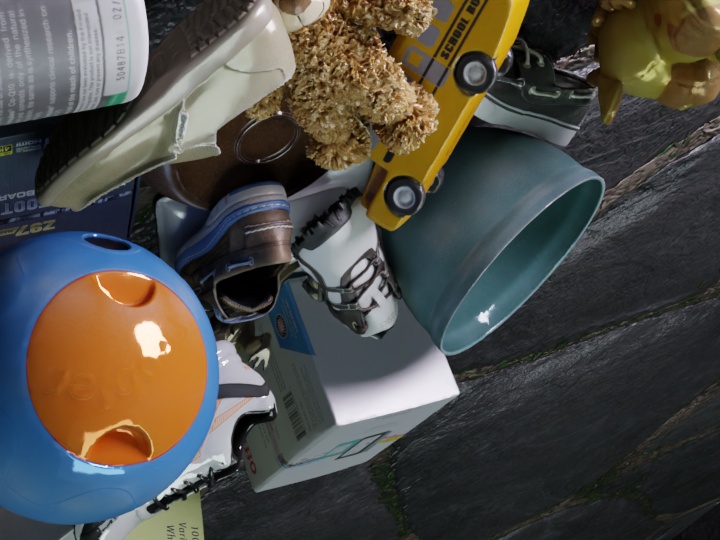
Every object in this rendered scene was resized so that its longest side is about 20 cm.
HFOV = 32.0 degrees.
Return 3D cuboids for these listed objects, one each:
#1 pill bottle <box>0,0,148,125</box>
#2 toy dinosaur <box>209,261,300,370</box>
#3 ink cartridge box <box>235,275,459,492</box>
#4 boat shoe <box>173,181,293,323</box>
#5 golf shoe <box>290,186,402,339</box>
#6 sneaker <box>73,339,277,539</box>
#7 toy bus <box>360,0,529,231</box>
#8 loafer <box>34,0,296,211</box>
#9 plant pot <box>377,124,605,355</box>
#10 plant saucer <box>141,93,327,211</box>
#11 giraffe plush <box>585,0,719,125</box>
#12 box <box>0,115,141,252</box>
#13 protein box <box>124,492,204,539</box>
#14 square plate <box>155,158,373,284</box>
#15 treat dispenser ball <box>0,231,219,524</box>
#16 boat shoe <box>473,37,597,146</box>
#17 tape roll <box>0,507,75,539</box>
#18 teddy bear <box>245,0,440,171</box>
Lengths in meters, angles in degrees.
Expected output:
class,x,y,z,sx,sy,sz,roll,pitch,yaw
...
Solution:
class,x,y,z,sx,sy,sz,roll,pitch,yaw
pill bottle,-0.226,-0.131,0.683,0.199,0.114,0.113,-15,153,-24
toy dinosaur,-0.113,0.050,1.102,0.200,0.101,0.058,-45,114,8
ink cartridge box,-0.031,0.106,1.237,0.145,0.148,0.200,-10,160,-33
boat shoe,-0.103,0.003,1.004,0.072,0.073,0.200,-9,162,-21
golf shoe,0.000,0.000,1.019,0.078,0.095,0.200,-41,166,-7
sneaker,-0.145,0.152,0.989,0.200,0.080,0.074,-51,167,-7
toy bus,0.052,-0.130,0.914,0.201,0.078,0.065,-60,174,27
loafer,-0.119,-0.093,0.774,0.199,0.076,0.068,-34,126,19
plant pot,0.095,-0.046,1.085,0.200,0.134,0.201,-40,162,-16
plant saucer,-0.074,-0.109,0.937,0.199,0.035,0.201,-21,148,-14
giraffe plush,0.248,-0.185,0.962,0.172,0.200,0.162,-38,172,-38
box,-0.252,-0.060,0.863,0.199,0.051,0.158,-14,153,-25
protein box,-0.266,0.227,1.183,0.134,0.200,0.199,-18,163,35
square plate,-0.081,-0.028,1.109,0.198,0.029,0.199,-18,154,-17
treat dispenser ball,-0.199,0.074,0.876,0.199,0.202,0.201,-21,154,-11
boat shoe,0.123,-0.157,1.019,0.199,0.071,0.064,8,124,-49
tape roll,-0.298,0.152,1.045,0.201,0.204,0.037,-19,153,-14
teddy bear,-0.020,-0.139,0.830,0.144,0.067,0.201,2,140,9
